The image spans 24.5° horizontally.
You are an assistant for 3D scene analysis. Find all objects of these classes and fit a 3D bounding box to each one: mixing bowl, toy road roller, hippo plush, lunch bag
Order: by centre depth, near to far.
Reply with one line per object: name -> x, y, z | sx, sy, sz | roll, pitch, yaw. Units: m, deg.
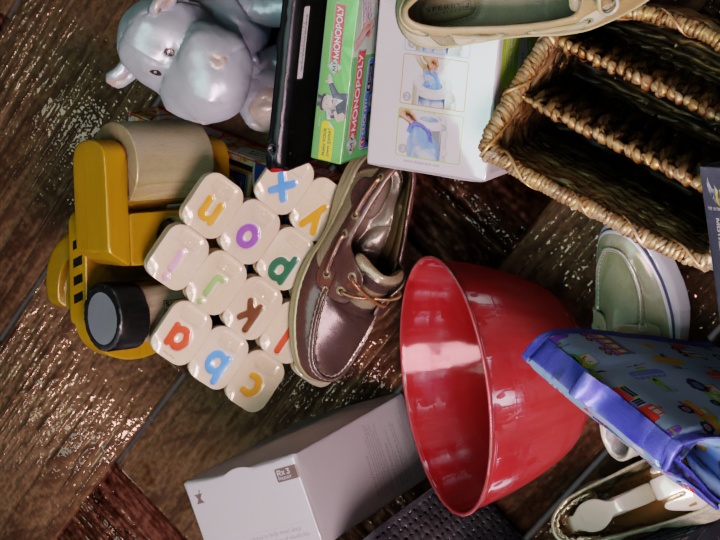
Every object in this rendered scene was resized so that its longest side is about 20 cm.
lunch bag -> 0.214, 0.099, 1.136 | 0.151, 0.200, 0.094 | 42, 105, 47
mixing bowl -> 0.112, 0.083, 1.286 | 0.108, 0.200, 0.201 | -6, 102, -16
hippo plush -> -0.114, -0.202, 1.334 | 0.200, 0.161, 0.159 | 44, 118, 12
toy road roller -> -0.195, -0.026, 1.388 | 0.146, 0.123, 0.201 | 8, 100, 47

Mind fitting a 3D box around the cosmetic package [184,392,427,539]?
cosmetic package -> -0.040, 0.170, 1.359 | 0.113, 0.200, 0.081 | -18, 93, 30

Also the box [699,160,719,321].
box -> 0.334, -0.013, 1.129 | 0.051, 0.199, 0.158 | -171, 71, -67

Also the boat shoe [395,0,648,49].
boat shoe -> 0.123, -0.197, 1.152 | 0.200, 0.063, 0.074 | -10, 98, 1

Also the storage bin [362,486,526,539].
storage bin -> 0.036, 0.257, 1.338 | 0.094, 0.200, 0.135 | 47, 118, 10

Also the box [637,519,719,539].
box -> 0.207, 0.282, 1.254 | 0.148, 0.200, 0.107 | -28, 88, 31

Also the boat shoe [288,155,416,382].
boat shoe -> 0.000, 0.000, 1.343 | 0.072, 0.072, 0.201 | 26, 97, 61

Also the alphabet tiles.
alphabet tiles -> -0.076, 0.009, 1.357 | 0.196, 0.200, 0.015 | -57, 29, -5

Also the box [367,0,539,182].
box -> 0.079, -0.179, 1.263 | 0.101, 0.112, 0.201 | 11, 106, 24

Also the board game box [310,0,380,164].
board game box -> 0.014, -0.192, 1.284 | 0.029, 0.134, 0.201 | 15, 108, 24

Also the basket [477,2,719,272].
basket -> 0.213, -0.111, 1.189 | 0.200, 0.149, 0.143 | 31, 114, 20

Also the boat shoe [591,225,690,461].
boat shoe -> 0.206, 0.056, 1.245 | 0.072, 0.062, 0.201 | 17, 130, 46

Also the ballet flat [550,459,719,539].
ballet flat -> 0.229, 0.173, 1.276 | 0.200, 0.062, 0.068 | -34, 72, 40

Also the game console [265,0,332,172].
game console -> -0.023, -0.185, 1.280 | 0.031, 0.177, 0.201 | 13, 108, 23

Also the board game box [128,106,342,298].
board game box -> -0.122, -0.040, 1.442 | 0.199, 0.046, 0.152 | 22, 111, 22
